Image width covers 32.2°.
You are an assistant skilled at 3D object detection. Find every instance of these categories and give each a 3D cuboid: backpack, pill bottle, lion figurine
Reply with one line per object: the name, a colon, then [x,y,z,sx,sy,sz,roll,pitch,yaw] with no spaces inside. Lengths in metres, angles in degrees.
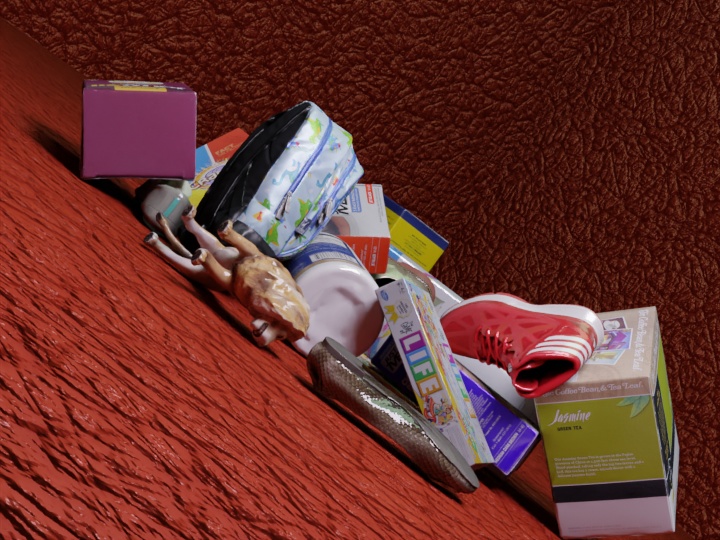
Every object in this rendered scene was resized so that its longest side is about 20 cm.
backpack: [-0.091,-0.088,1.360,0.153,0.202,0.163,26,-14,-21]
pill bottle: [-0.045,0.021,1.390,0.111,0.111,0.200,36,6,-18]
lion figurine: [-0.127,0.001,1.215,0.122,0.073,0.200,44,-6,-33]

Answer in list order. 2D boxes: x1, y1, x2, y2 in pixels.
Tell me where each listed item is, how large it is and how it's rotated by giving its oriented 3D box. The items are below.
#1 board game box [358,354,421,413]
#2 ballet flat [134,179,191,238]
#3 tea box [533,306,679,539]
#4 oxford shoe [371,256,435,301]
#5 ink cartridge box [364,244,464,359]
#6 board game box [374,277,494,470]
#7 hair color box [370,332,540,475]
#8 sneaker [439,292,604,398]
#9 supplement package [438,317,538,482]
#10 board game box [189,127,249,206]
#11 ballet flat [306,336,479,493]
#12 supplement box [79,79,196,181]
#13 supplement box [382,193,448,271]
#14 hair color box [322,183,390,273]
board game box: [0.052,0.154,1.429,0.200,0.030,0.096,40,3,15]
ballet flat: [-0.225,-0.084,1.472,0.067,0.064,0.200,36,2,-16]
tea box: [0.290,0.172,1.445,0.200,0.132,0.199,-53,133,-65]
oxford shoe: [0.000,0.000,1.575,0.198,0.071,0.075,23,19,6]
ink cartridge box: [0.060,0.067,1.747,0.199,0.145,0.085,37,2,1]
board game box: [0.080,0.114,1.309,0.134,0.034,0.202,29,39,-74]
hair color box: [0.113,0.145,1.426,0.199,0.065,0.109,37,3,14]
sneaker: [0.157,0.083,1.370,0.115,0.198,0.079,-43,121,-52]
supplement package: [0.131,0.153,1.557,0.199,0.110,0.114,37,2,4]
board game box: [-0.180,-0.114,1.703,0.200,0.152,0.041,38,-29,48]
ballet flat: [0.027,0.141,1.148,0.200,0.046,0.067,42,5,-3]
supplement box: [-0.264,-0.168,1.464,0.130,0.104,0.200,1,11,-13]
supplement box: [0.021,-0.005,1.924,0.109,0.201,0.109,35,3,-35]
hair color box: [-0.068,-0.054,1.536,0.198,0.064,0.111,0,40,-7]
